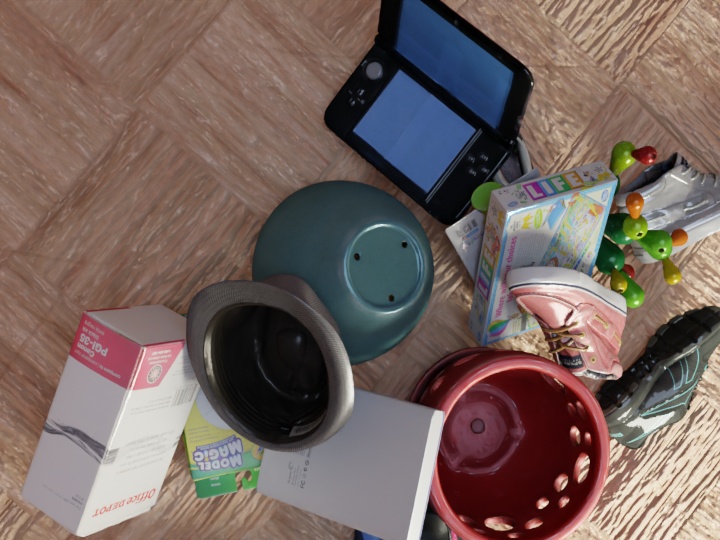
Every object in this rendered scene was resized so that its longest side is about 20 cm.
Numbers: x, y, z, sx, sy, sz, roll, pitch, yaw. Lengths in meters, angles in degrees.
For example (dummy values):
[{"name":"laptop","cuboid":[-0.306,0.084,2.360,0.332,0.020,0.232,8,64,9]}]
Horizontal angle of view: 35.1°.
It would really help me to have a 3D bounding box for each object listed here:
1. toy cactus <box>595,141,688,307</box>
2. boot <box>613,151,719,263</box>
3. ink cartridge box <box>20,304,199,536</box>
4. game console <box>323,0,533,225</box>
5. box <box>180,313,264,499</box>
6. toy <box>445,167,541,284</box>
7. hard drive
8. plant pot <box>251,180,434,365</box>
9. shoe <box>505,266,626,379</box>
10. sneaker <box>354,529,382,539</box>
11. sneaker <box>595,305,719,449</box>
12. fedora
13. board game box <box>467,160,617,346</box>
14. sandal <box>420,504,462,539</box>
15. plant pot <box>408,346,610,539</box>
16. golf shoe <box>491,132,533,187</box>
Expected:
[{"name":"toy cactus","cuboid":[0.276,-0.061,1.254,0.102,0.164,0.202,-43,132,-27]},{"name":"boot","cuboid":[0.389,-0.095,1.309,0.198,0.074,0.097,-28,103,-7]},{"name":"ink cartridge box","cuboid":[-0.240,0.145,1.138,0.082,0.146,0.203,26,100,19]},{"name":"game console","cuboid":[0.063,-0.177,1.182,0.199,0.119,0.173,41,96,17]},{"name":"box","cuboid":[-0.141,0.142,1.234,0.115,0.048,0.204,-10,95,-10]},{"name":"toy","cuboid":[0.164,-0.031,1.243,0.114,0.200,0.047,-34,52,1]},{"name":"hard drive","cuboid":[-0.014,0.186,1.153,0.025,0.197,0.135,15,87,-53]},{"name":"plant pot","cuboid":[0.000,0.000,1.190,0.197,0.134,0.204,1,87,-23]},{"name":"shoe","cuboid":[0.220,0.059,1.191,0.199,0.071,0.093,19,69,-47]},{"name":"sneaker","cuboid":[-0.004,0.361,1.250,0.081,0.074,0.204,1,90,-8]},{"name":"sneaker","cuboid":[0.357,0.123,1.319,0.199,0.075,0.079,-41,109,1]},{"name":"fedora","cuboid":[-0.077,0.077,1.116,0.174,0.091,0.203,-1,118,23]},{"name":"board game box","cuboid":[0.190,-0.015,1.210,0.132,0.034,0.202,-16,139,-20]},{"name":"sandal","cuboid":[0.071,0.291,1.275,0.075,0.045,0.201,-41,98,-7]},{"name":"plant pot","cuboid":[0.143,0.183,1.216,0.196,0.182,0.205,0,91,-11]},{"name":"golf shoe","cuboid":[0.146,-0.162,1.259,0.076,0.088,0.202,-27,94,-7]}]
